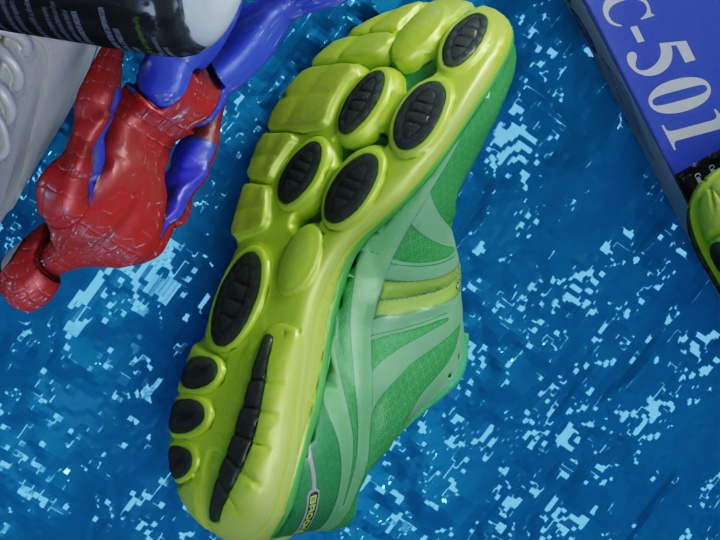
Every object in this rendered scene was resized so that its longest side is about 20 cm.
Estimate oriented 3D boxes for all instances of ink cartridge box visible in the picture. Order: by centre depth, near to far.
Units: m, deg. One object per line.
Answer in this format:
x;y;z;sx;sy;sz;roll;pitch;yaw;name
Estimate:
0.148;-0.054;0.930;0.094;0.044;0.201;-30;112;0;ink cartridge box

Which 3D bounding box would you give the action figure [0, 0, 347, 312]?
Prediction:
-0.055;-0.068;0.866;0.200;0.052;0.065;-53;143;4;action figure

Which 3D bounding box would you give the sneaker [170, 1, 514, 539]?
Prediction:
0.000;0.000;0.909;0.083;0.074;0.201;17;101;-49;sneaker

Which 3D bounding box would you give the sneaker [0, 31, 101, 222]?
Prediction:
-0.129;-0.048;0.864;0.073;0.071;0.201;19;103;-16;sneaker

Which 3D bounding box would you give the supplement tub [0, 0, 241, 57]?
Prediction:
-0.131;-0.137;0.784;0.199;0.123;0.123;11;108;9;supplement tub

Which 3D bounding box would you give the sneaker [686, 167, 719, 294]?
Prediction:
0.193;0.034;0.907;0.083;0.074;0.200;-35;113;6;sneaker
